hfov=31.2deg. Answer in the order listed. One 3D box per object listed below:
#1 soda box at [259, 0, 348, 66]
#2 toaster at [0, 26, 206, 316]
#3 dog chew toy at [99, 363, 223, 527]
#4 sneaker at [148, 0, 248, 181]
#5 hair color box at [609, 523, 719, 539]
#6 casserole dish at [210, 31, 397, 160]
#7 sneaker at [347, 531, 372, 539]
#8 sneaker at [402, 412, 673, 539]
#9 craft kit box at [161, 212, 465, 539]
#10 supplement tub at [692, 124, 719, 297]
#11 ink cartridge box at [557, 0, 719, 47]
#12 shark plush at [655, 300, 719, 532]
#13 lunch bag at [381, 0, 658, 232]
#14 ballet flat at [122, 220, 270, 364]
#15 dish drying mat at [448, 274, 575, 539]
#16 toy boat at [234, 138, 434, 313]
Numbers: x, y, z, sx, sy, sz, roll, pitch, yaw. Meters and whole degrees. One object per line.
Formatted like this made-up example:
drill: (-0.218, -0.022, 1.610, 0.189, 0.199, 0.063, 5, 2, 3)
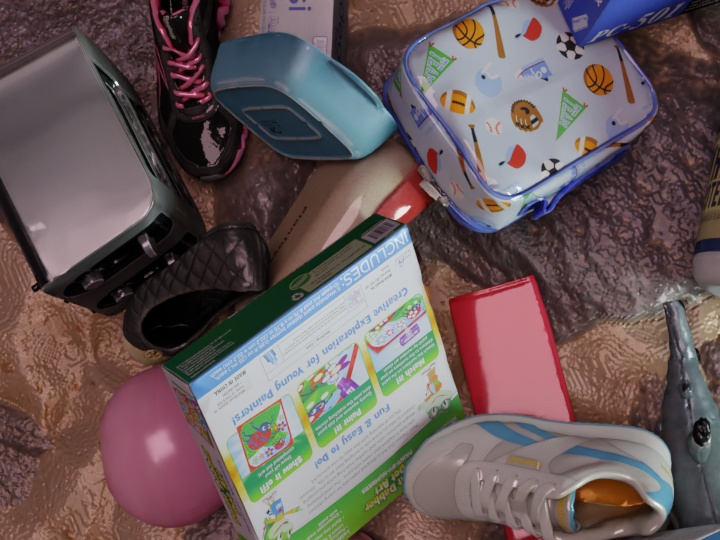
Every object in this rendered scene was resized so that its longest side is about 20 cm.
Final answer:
soda box: (-0.043, -0.254, 1.061, 0.062, 0.068, 0.204, 1, 83, 10)
toaster: (-0.218, -0.077, 1.016, 0.118, 0.181, 0.202, -29, 79, 1)
dog chew toy: (-0.098, 0.129, 1.002, 0.196, 0.125, 0.127, -7, 82, 0)
sneaker: (-0.142, -0.175, 1.057, 0.078, 0.095, 0.203, -10, 83, 7)
hair color box: (0.165, 0.226, 0.909, 0.198, 0.099, 0.062, -18, 80, 38)
casserole dish: (-0.052, -0.126, 0.985, 0.121, 0.199, 0.039, 40, 78, -25)
sneaker: (-0.074, 0.272, 0.985, 0.199, 0.105, 0.076, -39, 80, 4)
sneaker: (0.125, 0.154, 0.931, 0.197, 0.081, 0.078, -4, 111, 12)
craft kit box: (-0.022, 0.095, 0.927, 0.199, 0.048, 0.200, -35, 122, -25)
supplement tub: (0.327, -0.074, 0.936, 0.142, 0.144, 0.203, 12, 85, 11)
ink cartridge box: (0.252, -0.232, 0.959, 0.197, 0.094, 0.045, -19, 75, -15)
shark plush: (0.258, 0.125, 0.954, 0.089, 0.083, 0.204, 4, 84, 10)
lunch bag: (0.120, -0.121, 0.977, 0.198, 0.076, 0.161, -30, 80, -26)
ballet flat: (-0.134, 0.029, 0.998, 0.066, 0.200, 0.058, 10, 57, -31)
dish drying mat: (0.128, 0.111, 1.013, 0.076, 0.018, 0.203, -15, 82, 9)
toy boat: (0.000, 0.000, 1.011, 0.130, 0.130, 0.201, 34, 90, -18)
